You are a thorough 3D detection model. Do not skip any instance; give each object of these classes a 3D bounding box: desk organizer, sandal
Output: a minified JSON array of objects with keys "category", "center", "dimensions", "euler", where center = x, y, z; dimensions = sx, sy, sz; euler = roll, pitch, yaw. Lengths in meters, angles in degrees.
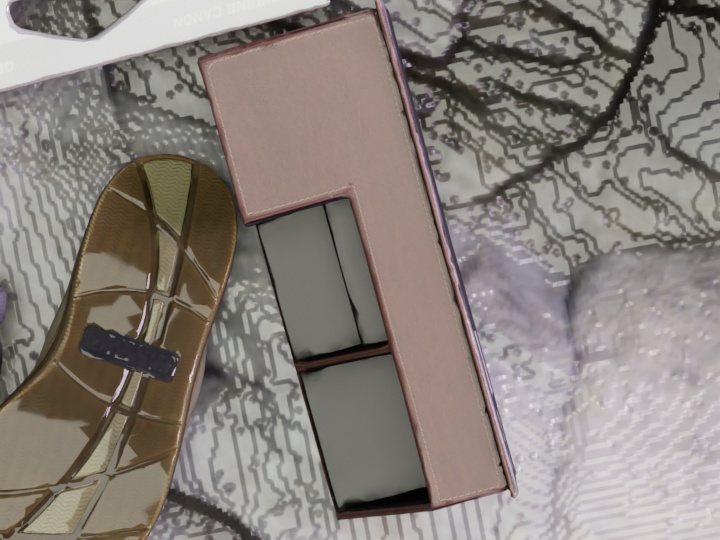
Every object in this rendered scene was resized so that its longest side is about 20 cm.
[{"category":"desk organizer","center":[0.000,0.000,1.186],"dimensions":[0.077,0.072,0.201],"euler":[-16,91,3]},{"category":"sandal","center":[-0.106,0.049,1.200],"dimensions":[0.080,0.054,0.201],"euler":[23,77,-6]}]

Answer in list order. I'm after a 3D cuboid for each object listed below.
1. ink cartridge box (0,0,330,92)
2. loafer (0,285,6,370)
[{"category":"ink cartridge box","center":[-0.125,-0.166,1.194],"dimensions":[0.199,0.044,0.175],"euler":[-14,92,1]},{"category":"loafer","center":[-0.242,0.032,1.189],"dimensions":[0.199,0.072,0.063],"euler":[1,96,-3]}]
